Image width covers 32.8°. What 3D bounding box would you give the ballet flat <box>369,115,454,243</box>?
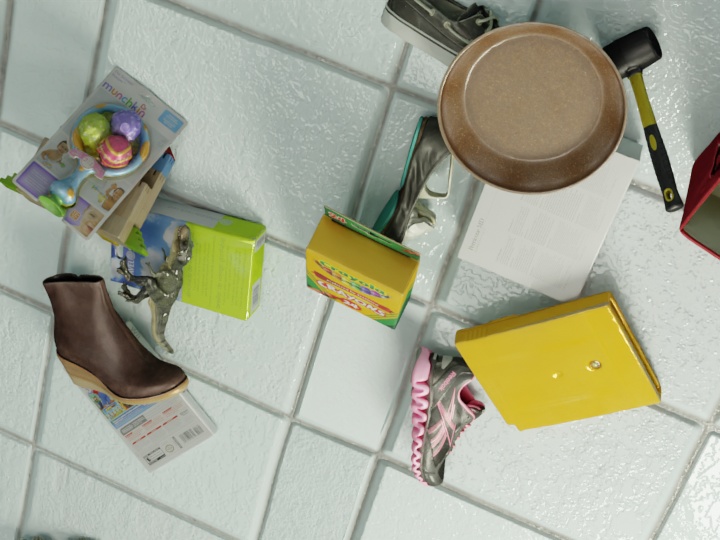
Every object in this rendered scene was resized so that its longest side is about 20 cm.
[{"bbox_3d":[0.065,-0.085,1.435,0.068,0.068,0.201,22,122,-3],"label":"ballet flat"}]

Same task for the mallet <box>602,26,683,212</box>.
[{"bbox_3d":[0.291,-0.153,1.275,0.065,0.041,0.202,-16,72,33],"label":"mallet"}]

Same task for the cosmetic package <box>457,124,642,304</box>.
[{"bbox_3d":[0.213,-0.077,1.393,0.149,0.052,0.202,22,121,5],"label":"cosmetic package"}]

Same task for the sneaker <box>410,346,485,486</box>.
[{"bbox_3d":[0.112,0.193,1.560,0.094,0.079,0.202,2,118,6],"label":"sneaker"}]

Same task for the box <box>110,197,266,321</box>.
[{"bbox_3d":[-0.224,-0.020,1.580,0.198,0.048,0.123,15,119,13],"label":"box"}]

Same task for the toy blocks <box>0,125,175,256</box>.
[{"bbox_3d":[-0.326,-0.124,1.523,0.198,0.100,0.138,24,79,11],"label":"toy blocks"}]

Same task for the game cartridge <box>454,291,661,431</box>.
[{"bbox_3d":[0.237,0.113,1.466,0.198,0.033,0.177,-15,128,28],"label":"game cartridge"}]

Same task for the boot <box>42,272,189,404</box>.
[{"bbox_3d":[-0.331,0.090,1.637,0.198,0.072,0.168,5,120,23],"label":"boot"}]

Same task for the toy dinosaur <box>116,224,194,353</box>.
[{"bbox_3d":[-0.268,0.024,1.567,0.087,0.048,0.201,19,127,2],"label":"toy dinosaur"}]

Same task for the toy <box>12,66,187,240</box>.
[{"bbox_3d":[-0.309,-0.148,1.464,0.115,0.201,0.047,37,160,-3],"label":"toy"}]

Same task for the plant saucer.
[{"bbox_3d":[0.181,-0.175,1.289,0.198,0.037,0.202,5,126,7],"label":"plant saucer"}]

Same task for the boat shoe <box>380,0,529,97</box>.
[{"bbox_3d":[0.117,-0.255,1.326,0.199,0.071,0.064,29,123,6],"label":"boat shoe"}]

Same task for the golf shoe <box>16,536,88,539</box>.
[{"bbox_3d":[-0.456,0.472,1.912,0.198,0.079,0.098,4,134,24],"label":"golf shoe"}]

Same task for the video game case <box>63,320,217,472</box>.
[{"bbox_3d":[-0.312,0.181,1.732,0.143,0.018,0.201,-32,102,30],"label":"video game case"}]

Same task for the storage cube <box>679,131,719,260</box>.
[{"bbox_3d":[0.444,-0.092,1.227,0.199,0.180,0.172,33,122,2],"label":"storage cube"}]

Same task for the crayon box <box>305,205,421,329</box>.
[{"bbox_3d":[0.000,0.000,1.437,0.126,0.051,0.200,26,164,6],"label":"crayon box"}]
